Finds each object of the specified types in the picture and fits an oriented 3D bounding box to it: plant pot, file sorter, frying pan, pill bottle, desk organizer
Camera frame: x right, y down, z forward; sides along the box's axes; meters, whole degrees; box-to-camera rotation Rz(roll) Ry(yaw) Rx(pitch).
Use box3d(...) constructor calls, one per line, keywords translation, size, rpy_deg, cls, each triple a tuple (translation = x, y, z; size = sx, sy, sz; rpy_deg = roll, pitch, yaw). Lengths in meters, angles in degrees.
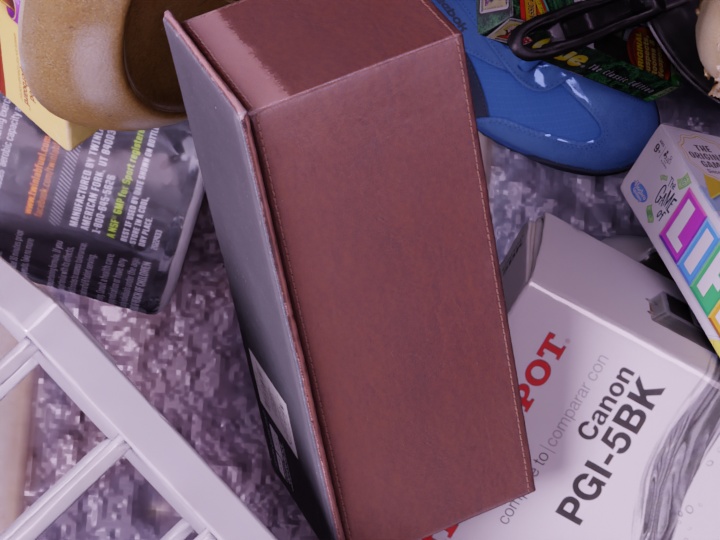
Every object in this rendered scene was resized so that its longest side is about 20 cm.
box3d(translation=(-0.032, -0.122, 0.831), size=(0.027, 0.200, 0.200), rpy_deg=(42, 76, 19), cls="plant pot")
box3d(translation=(-0.104, 0.108, 0.869), size=(0.125, 0.139, 0.200), rpy_deg=(-44, 112, -7), cls="file sorter")
box3d(translation=(0.122, -0.126, 0.989), size=(0.190, 0.031, 0.115), rpy_deg=(9, 65, -45), cls="frying pan")
box3d(translation=(-0.156, -0.059, 0.943), size=(0.199, 0.106, 0.107), rpy_deg=(17, 78, -6), cls="pill bottle")
box3d(translation=(0.000, 0.000, 0.835), size=(0.077, 0.072, 0.200), rpy_deg=(-21, 128, -13), cls="desk organizer")

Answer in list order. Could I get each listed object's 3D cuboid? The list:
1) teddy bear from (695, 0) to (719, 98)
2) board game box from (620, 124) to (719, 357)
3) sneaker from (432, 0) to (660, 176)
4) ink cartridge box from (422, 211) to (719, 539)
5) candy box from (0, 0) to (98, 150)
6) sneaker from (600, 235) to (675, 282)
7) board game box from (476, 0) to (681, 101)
box3d(translation=(0.176, -0.125, 0.942), size=(0.067, 0.200, 0.146), rpy_deg=(-2, 85, 29), cls="teddy bear")
box3d(translation=(0.211, 0.014, 0.951), size=(0.200, 0.034, 0.135), rpy_deg=(9, 36, -31), cls="board game box")
box3d(translation=(0.046, -0.116, 1.001), size=(0.200, 0.078, 0.066), rpy_deg=(44, 75, -1), cls="sneaker")
box3d(translation=(0.117, 0.093, 0.940), size=(0.200, 0.083, 0.147), rpy_deg=(28, 110, -3), cls="ink cartridge box")
box3d(translation=(-0.049, -0.144, 0.877), size=(0.200, 0.117, 0.056), rpy_deg=(-38, 68, -24), cls="candy box")
box3d(translation=(0.168, 0.061, 0.992), size=(0.200, 0.077, 0.082), rpy_deg=(34, 83, -1), cls="sneaker")
box3d(translation=(0.084, -0.176, 1.002), size=(0.105, 0.023, 0.201), rpy_deg=(14, 65, -40), cls="board game box")
